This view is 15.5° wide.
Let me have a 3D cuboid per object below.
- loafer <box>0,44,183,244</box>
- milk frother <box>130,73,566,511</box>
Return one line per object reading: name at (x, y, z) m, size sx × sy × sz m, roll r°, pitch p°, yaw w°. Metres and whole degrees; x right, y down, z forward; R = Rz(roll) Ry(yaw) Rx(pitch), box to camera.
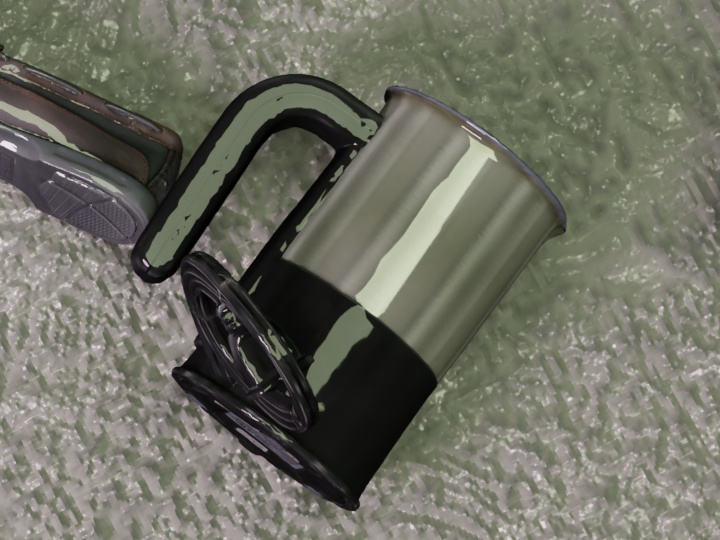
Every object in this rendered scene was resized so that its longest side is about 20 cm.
loafer at (-0.185, -0.085, 1.368) m, size 0.200 × 0.072 × 0.063 m, roll 29°, pitch 60°, yaw -1°
milk frother at (0.000, 0.000, 1.298) m, size 0.180 × 0.200 × 0.188 m, roll 40°, pitch 79°, yaw -22°
